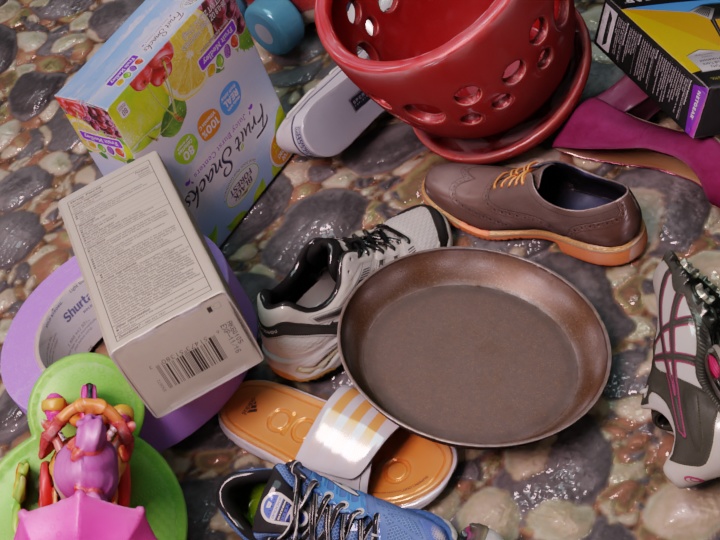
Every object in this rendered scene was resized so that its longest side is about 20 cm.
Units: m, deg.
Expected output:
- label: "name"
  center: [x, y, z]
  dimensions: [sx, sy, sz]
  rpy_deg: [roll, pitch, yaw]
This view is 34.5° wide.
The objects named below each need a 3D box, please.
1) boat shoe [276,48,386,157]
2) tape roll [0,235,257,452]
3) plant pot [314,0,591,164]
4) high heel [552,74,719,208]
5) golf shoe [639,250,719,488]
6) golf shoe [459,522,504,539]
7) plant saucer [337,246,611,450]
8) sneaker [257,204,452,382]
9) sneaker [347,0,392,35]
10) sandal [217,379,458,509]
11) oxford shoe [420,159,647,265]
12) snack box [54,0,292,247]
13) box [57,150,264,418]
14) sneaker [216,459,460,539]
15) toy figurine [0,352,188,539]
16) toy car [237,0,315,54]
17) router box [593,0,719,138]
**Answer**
- label: "boat shoe"
  center: [0.000, -0.173, 1.085]
  dimensions: [0.200, 0.074, 0.065]
  rpy_deg: [-36, 23, -29]
- label: "tape roll"
  center: [-0.187, 0.057, 0.943]
  dimensions: [0.199, 0.066, 0.200]
  rpy_deg: [-14, 42, 13]
- label: "plant pot"
  center: [0.091, -0.203, 0.976]
  dimensions: [0.200, 0.182, 0.201]
  rpy_deg: [-16, 58, 28]
- label: "high heel"
  center: [0.243, -0.077, 0.938]
  dimensions: [0.096, 0.067, 0.200]
  rpy_deg: [-42, 46, 8]
- label: "golf shoe"
  center: [0.225, 0.060, 0.802]
  dimensions: [0.088, 0.077, 0.200]
  rpy_deg: [-42, 24, 23]
- label: "golf shoe"
  center: [0.077, 0.251, 0.707]
  dimensions: [0.092, 0.073, 0.200]
  rpy_deg: [18, 47, -7]
- label: "plant saucer"
  center: [0.082, 0.059, 0.854]
  dimensions: [0.199, 0.032, 0.201]
  rpy_deg: [1, 43, -1]
- label: "sneaker"
  center: [0.000, 0.000, 0.920]
  dimensions: [0.076, 0.088, 0.200]
  rpy_deg: [24, 55, 37]
- label: "sneaker"
  center: [0.045, -0.298, 1.186]
  dimensions: [0.080, 0.076, 0.200]
  rpy_deg: [21, 64, 19]
- label: "sandal"
  center: [-0.030, 0.118, 0.852]
  dimensions: [0.206, 0.059, 0.079]
  rpy_deg: [14, 58, 29]
- label: "oxford shoe"
  center: [0.136, -0.066, 0.943]
  dimensions: [0.199, 0.073, 0.071]
  rpy_deg: [14, 57, 29]
- label: "snack box"
  center: [-0.150, -0.128, 1.009]
  dimensions: [0.068, 0.200, 0.169]
  rpy_deg: [18, 59, 30]
- label: "box"
  center: [-0.154, 0.004, 0.873]
  dimensions: [0.095, 0.078, 0.200]
  rpy_deg: [-28, 42, -3]
- label: "sneaker"
  center: [-0.023, 0.172, 0.749]
  dimensions: [0.200, 0.089, 0.079]
  rpy_deg: [3, 68, 45]
- label: "toy figurine"
  center: [-0.172, 0.146, 0.742]
  dimensions: [0.150, 0.184, 0.201]
  rpy_deg: [4, 80, -16]
- label: "toy car"
  center: [-0.096, -0.361, 1.186]
  dimensions: [0.177, 0.200, 0.184]
  rpy_deg: [22, 61, 39]
- label: "router box"
  center: [0.317, -0.180, 0.950]
  dimensions: [0.199, 0.051, 0.149]
  rpy_deg: [-11, 44, -20]
